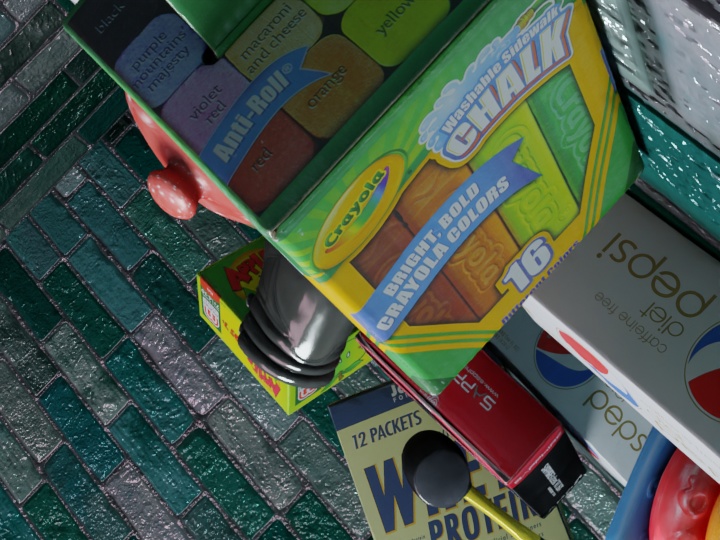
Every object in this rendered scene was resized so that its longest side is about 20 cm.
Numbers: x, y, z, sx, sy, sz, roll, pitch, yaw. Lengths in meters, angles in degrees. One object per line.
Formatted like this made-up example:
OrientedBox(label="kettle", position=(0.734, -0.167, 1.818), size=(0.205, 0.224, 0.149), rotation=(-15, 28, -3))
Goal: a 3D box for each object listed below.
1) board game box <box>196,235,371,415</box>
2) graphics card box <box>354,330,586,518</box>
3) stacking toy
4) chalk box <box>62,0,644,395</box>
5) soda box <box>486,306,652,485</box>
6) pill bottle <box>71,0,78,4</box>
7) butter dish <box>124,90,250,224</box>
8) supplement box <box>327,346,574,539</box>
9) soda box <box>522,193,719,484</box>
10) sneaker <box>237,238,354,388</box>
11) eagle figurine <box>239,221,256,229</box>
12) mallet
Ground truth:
OrientedBox(label="board game box", position=(0.000, 0.000, 0.863), size=(0.102, 0.199, 0.048), rotation=(44, 151, 28))
OrientedBox(label="graphics card box", position=(0.075, 0.087, 0.798), size=(0.125, 0.051, 0.200), rotation=(42, 176, 22))
OrientedBox(label="stacking toy", position=(0.224, 0.136, 0.597), size=(0.115, 0.111, 0.199), rotation=(26, 180, -39))
OrientedBox(label="chalk box", position=(-0.002, -0.068, 0.432), size=(0.124, 0.125, 0.200), rotation=(44, 180, 30))
OrientedBox(label="soda box", position=(0.145, 0.064, 0.837), size=(0.200, 0.068, 0.064), rotation=(45, 178, -21))
OrientedBox(label="pill bottle", position=(-0.082, -0.151, 0.625), size=(0.200, 0.113, 0.113), rotation=(46, 178, -37))
OrientedBox(label="butter dish", position=(-0.098, -0.100, 0.940), size=(0.198, 0.148, 0.201), rotation=(13, 146, 46))
OrientedBox(label="supplement box", position=(0.084, 0.180, 0.994), size=(0.200, 0.133, 0.202), rotation=(48, -159, -75))
OrientedBox(label="soda box", position=(0.143, 0.038, 0.536), size=(0.200, 0.064, 0.068), rotation=(45, 179, 39))
OrientedBox(label="sneaker", position=(-0.041, -0.004, 0.783), size=(0.070, 0.100, 0.201), rotation=(19, -157, -18))
OrientedBox(label="eagle figurine", position=(-0.016, -0.027, 1.169), size=(0.149, 0.154, 0.199), rotation=(-7, 175, 34))
OrientedBox(label="mallet", position=(0.110, 0.177, 0.839), size=(0.199, 0.041, 0.066), rotation=(38, -179, 0))
